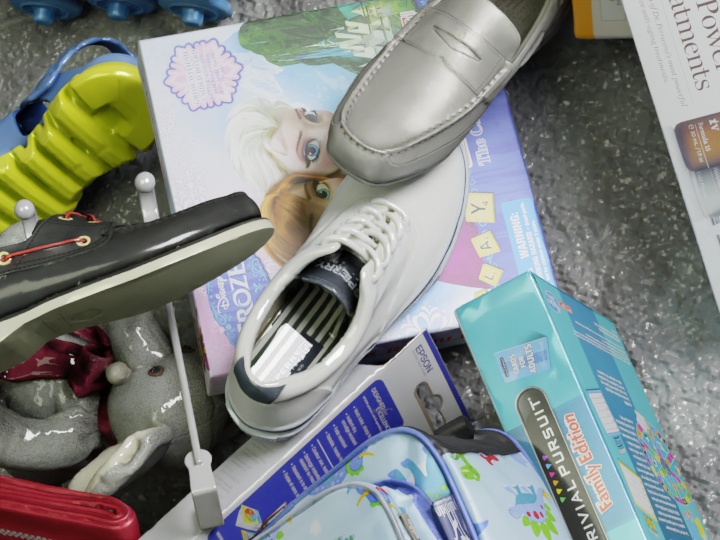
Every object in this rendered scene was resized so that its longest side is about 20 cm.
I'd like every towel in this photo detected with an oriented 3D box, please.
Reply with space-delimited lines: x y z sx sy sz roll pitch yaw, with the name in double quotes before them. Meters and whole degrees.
"towel" -0.164 0.190 1.159 0.144 0.201 0.023 8 42 24

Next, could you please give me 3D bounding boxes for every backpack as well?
"backpack" 0.019 0.192 0.946 0.183 0.147 0.201 -39 69 27

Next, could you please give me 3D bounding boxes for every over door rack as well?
"over door rack" -0.158 0.047 1.076 0.147 0.067 0.201 -12 61 -3

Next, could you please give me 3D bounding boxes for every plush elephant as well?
"plush elephant" -0.142 0.064 1.178 0.154 0.165 0.201 -20 99 30

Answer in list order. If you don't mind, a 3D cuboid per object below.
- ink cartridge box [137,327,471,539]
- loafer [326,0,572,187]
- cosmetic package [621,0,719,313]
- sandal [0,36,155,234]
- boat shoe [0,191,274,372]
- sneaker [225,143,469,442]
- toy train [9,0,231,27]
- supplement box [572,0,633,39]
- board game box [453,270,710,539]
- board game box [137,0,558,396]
"ink cartridge box" -0.028 0.121 1.119 0.200 0.095 0.037 -40 41 -15
"loafer" 0.051 -0.118 1.109 0.070 0.070 0.200 34 53 10
"cosmetic package" 0.227 -0.092 1.061 0.150 0.052 0.201 -15 102 21
"sandal" -0.194 -0.074 1.281 0.199 0.079 0.087 -32 32 21
"boat shoe" -0.141 0.000 1.023 0.200 0.074 0.063 -21 75 -8
"sneaker" 0.000 0.000 1.085 0.073 0.071 0.201 30 69 4
"toy train" -0.156 -0.200 1.259 0.199 0.114 0.087 4 80 23
"supplement box" 0.212 -0.192 1.103 0.199 0.074 0.127 2 109 23
"board game box" 0.127 0.111 1.056 0.047 0.151 0.201 -27 70 16
"board game box" -0.008 -0.048 1.160 0.198 0.041 0.201 -12 73 -9
